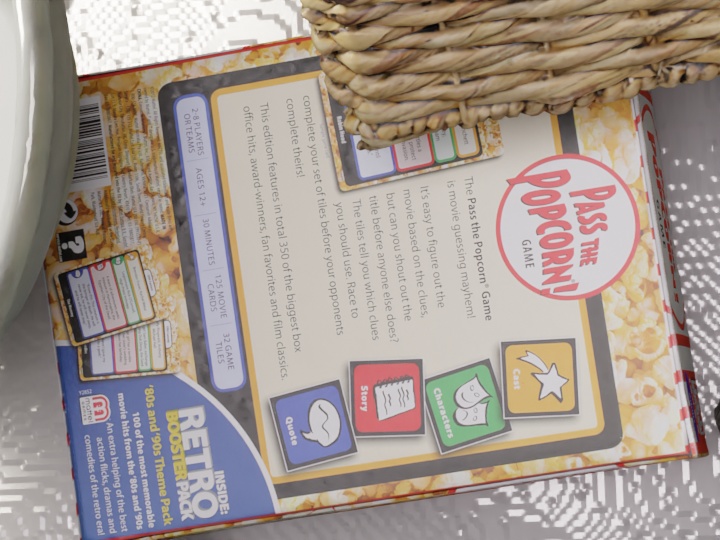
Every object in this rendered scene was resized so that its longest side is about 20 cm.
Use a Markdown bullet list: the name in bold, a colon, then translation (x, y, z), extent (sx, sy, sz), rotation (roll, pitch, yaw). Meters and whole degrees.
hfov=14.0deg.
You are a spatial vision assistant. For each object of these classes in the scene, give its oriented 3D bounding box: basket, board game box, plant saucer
- **basket**: translation (0.069, -0.147, 0.849), extent (0.199, 0.149, 0.143), rotation (-11, 43, 11)
- **board game box**: translation (0.000, 0.000, 0.930), extent (0.199, 0.046, 0.152), rotation (-9, 86, 11)
- **plant saucer**: translation (-0.137, -0.045, 0.927), extent (0.200, 0.050, 0.201), rotation (-8, 79, 51)

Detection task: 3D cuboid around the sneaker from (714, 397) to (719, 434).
- **sneaker**: translation (0.194, 0.076, 0.871), extent (0.199, 0.089, 0.077), rotation (19, 52, 36)
